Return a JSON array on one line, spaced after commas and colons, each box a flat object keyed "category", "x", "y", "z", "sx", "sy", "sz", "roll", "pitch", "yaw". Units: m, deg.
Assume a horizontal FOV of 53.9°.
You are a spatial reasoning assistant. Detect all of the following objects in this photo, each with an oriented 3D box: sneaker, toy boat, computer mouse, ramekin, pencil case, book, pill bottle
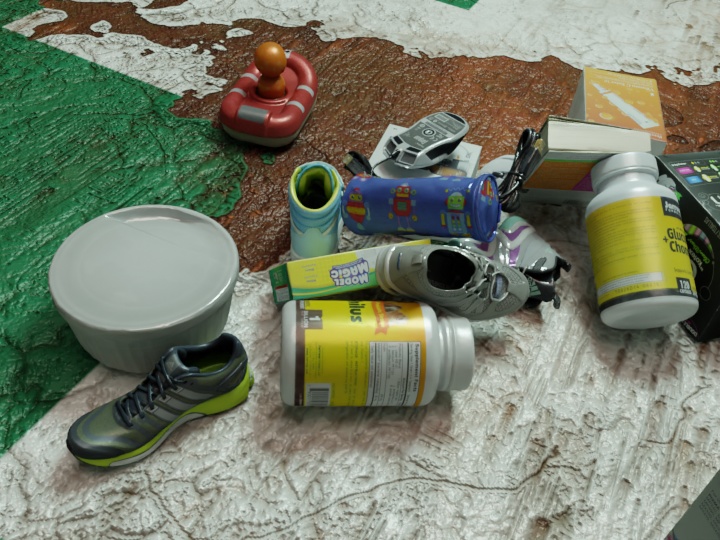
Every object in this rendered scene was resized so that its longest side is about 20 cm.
[{"category": "sneaker", "x": -0.198, "y": 0.119, "z": 0.706, "sx": 0.199, "sy": 0.081, "sz": 0.074, "roll": -28, "pitch": 53, "yaw": -31}, {"category": "toy boat", "x": -0.140, "y": -0.296, "z": 1.113, "sx": 0.129, "sy": 0.132, "sz": 0.201, "roll": 13, "pitch": 44, "yaw": 6}, {"category": "computer mouse", "x": 0.181, "y": -0.118, "z": 0.935, "sx": 0.044, "sy": 0.200, "sz": 0.111, "roll": 24, "pitch": 86, "yaw": -2}, {"category": "ramekin", "x": -0.235, "y": 0.024, "z": 0.793, "sx": 0.200, "sy": 0.095, "sz": 0.204, "roll": 3, "pitch": 44, "yaw": -3}, {"category": "sneaker", "x": 0.116, "y": 0.016, "z": 0.772, "sx": 0.198, "sy": 0.082, "sz": 0.076, "roll": 8, "pitch": 83, "yaw": -30}, {"category": "pencil case", "x": 0.072, "y": -0.076, "z": 0.846, "sx": 0.198, "sy": 0.079, "sz": 0.087, "roll": 6, "pitch": 1, "yaw": 35}, {"category": "book", "x": 0.289, "y": -0.137, "z": 0.966, "sx": 0.132, "sy": 0.200, "sz": 0.049, "roll": 6, "pitch": 75, "yaw": -3}, {"category": "sneaker", "x": -0.052, "y": -0.108, "z": 0.928, "sx": 0.079, "sy": 0.131, "sz": 0.201, "roll": 1, "pitch": 43, "yaw": -3}, {"category": "computer mouse", "x": 0.074, "y": -0.162, "z": 0.997, "sx": 0.199, "sy": 0.044, "sz": 0.110, "roll": -30, "pitch": 49, "yaw": -25}, {"category": "pill bottle", "x": 0.338, "y": -0.037, "z": 0.867, "sx": 0.111, "sy": 0.112, "sz": 0.202, "roll": 0, "pitch": 72, "yaw": -8}, {"category": "pill bottle", "x": 0.015, "y": 0.087, "z": 0.748, "sx": 0.198, "sy": 0.110, "sz": 0.110, "roll": 1, "pitch": 43, "yaw": -7}, {"category": "sneaker", "x": 0.184, "y": 0.009, "z": 0.875, "sx": 0.199, "sy": 0.078, "sz": 0.140, "roll": -27, "pitch": 52, "yaw": -30}]

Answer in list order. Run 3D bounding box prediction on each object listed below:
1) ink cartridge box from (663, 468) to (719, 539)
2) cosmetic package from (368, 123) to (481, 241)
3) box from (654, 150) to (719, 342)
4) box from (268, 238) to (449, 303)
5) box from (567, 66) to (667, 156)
[{"category": "ink cartridge box", "x": 0.331, "y": 0.230, "z": 0.573, "sx": 0.144, "sy": 0.201, "sz": 0.083, "roll": -7, "pitch": 44, "yaw": -14}, {"category": "cosmetic package", "x": 0.083, "y": -0.128, "z": 1.027, "sx": 0.149, "sy": 0.052, "sz": 0.201, "roll": 14, "pitch": 44, "yaw": 11}, {"category": "box", "x": 0.453, "y": -0.037, "z": 0.908, "sx": 0.123, "sy": 0.150, "sz": 0.201, "roll": -7, "pitch": 44, "yaw": -14}, {"category": "box", "x": 0.000, "y": 0.000, "z": 0.837, "sx": 0.198, "sy": 0.117, "sz": 0.049, "roll": -12, "pitch": 89, "yaw": -18}, {"category": "box", "x": 0.408, "y": -0.231, "z": 1.142, "sx": 0.123, "sy": 0.098, "sz": 0.201, "roll": 12, "pitch": 44, "yaw": 5}]
